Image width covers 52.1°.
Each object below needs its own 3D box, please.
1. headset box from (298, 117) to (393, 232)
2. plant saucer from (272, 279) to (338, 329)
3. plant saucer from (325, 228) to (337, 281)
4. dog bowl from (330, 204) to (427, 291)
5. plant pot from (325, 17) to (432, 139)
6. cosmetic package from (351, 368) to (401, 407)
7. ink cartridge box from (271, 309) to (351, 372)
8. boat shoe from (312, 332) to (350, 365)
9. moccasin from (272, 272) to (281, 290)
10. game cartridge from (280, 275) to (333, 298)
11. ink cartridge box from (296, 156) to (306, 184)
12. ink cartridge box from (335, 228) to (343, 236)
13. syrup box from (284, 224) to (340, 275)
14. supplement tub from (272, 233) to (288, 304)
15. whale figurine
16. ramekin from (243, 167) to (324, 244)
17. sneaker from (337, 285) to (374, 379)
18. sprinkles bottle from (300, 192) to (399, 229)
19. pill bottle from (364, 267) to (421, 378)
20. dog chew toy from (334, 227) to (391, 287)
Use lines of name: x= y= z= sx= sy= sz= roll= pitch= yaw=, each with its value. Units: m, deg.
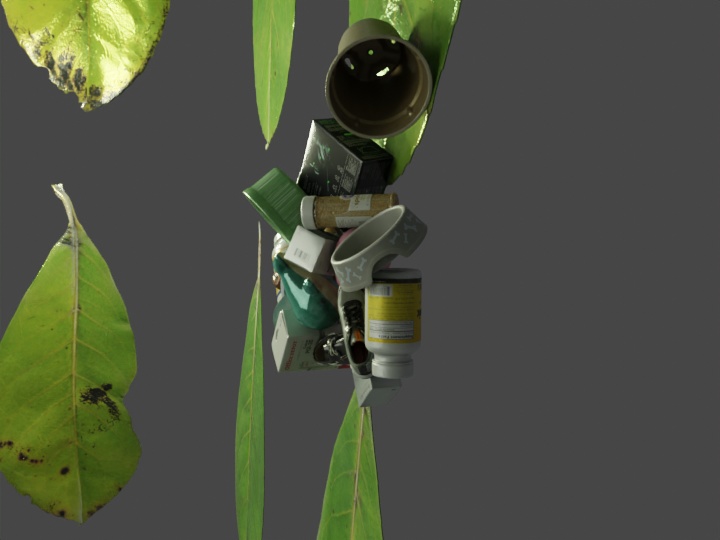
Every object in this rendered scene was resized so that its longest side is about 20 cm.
headset box: x=-0.041 y=-0.215 z=1.611 sx=0.200 sy=0.092 sz=0.176 roll=42 pitch=130 yaw=34
plant saucer: x=-0.112 y=0.110 z=1.780 sx=0.039 sy=0.197 sz=0.203 roll=-121 pitch=35 yaw=-44
plant saucer: x=-0.076 y=-0.043 z=1.816 sx=0.200 sy=0.035 sz=0.204 roll=160 pitch=91 yaw=-79
dog bowl: x=0.029 y=-0.047 z=1.380 sx=0.059 sy=0.199 sz=0.200 roll=52 pitch=167 yaw=-15
plant pot: x=0.027 y=-0.388 z=1.414 sx=0.185 sy=0.196 sz=0.203 roll=-97 pitch=17 yaw=-51
cosmetic package: x=0.023 y=0.179 z=1.585 sx=0.102 sy=0.070 sz=0.203 roll=118 pitch=146 yaw=-53
ink cartridge box: x=-0.098 y=0.164 z=1.738 sx=0.148 sy=0.196 sz=0.084 roll=110 pitch=151 yaw=-45
boat shoe: x=-0.052 y=0.169 z=1.598 sx=0.200 sy=0.059 sz=0.075 roll=152 pitch=121 yaw=-67
moccasin: x=-0.126 y=0.031 z=1.843 sx=0.078 sy=0.200 sz=0.074 roll=-48 pitch=36 yaw=21
game cartridge: x=-0.124 y=0.062 z=1.794 sx=0.041 sy=0.131 sz=0.202 roll=-116 pitch=11 yaw=-49
ink cartridge box: x=-0.119 y=-0.202 z=1.827 sx=0.148 sy=0.075 sz=0.203 roll=-74 pitch=6 yaw=-78
ink cartridge box: x=-0.026 y=-0.161 z=1.747 sx=0.109 sy=0.049 sz=0.204 roll=-127 pitch=39 yaw=-59
syrup box: x=-0.077 y=-0.039 z=1.623 sx=0.078 sy=0.199 sz=0.083 roll=27 pitch=96 yaw=22
supplement tub: x=-0.166 y=-0.002 z=2.011 sx=0.145 sy=0.142 sz=0.203 roll=122 pitch=142 yaw=-57
whale figurine: x=-0.128 y=0.049 z=1.629 sx=0.104 sy=0.200 sz=0.159 roll=-49 pitch=3 yaw=-14
ramekin: x=-0.165 y=-0.136 z=1.673 sx=0.200 sy=0.098 sz=0.200 roll=47 pitch=175 yaw=5
sneaker: x=-0.004 y=0.112 z=1.479 sx=0.079 sy=0.073 sz=0.204 roll=61 pitch=-164 yaw=-72
sprinkles bottle: x=-0.021 y=-0.121 z=1.507 sx=0.068 sy=0.196 sz=0.070 roll=-1 pitch=-90 yaw=-79
pill bottle: x=0.062 y=0.098 z=1.409 sx=0.111 sy=0.109 sz=0.204 roll=-169 pitch=80 yaw=-70
dog chew toy: x=0.000 y=0.000 z=1.586 sx=0.202 sy=0.122 sz=0.126 roll=100 pitch=159 yaw=-50
